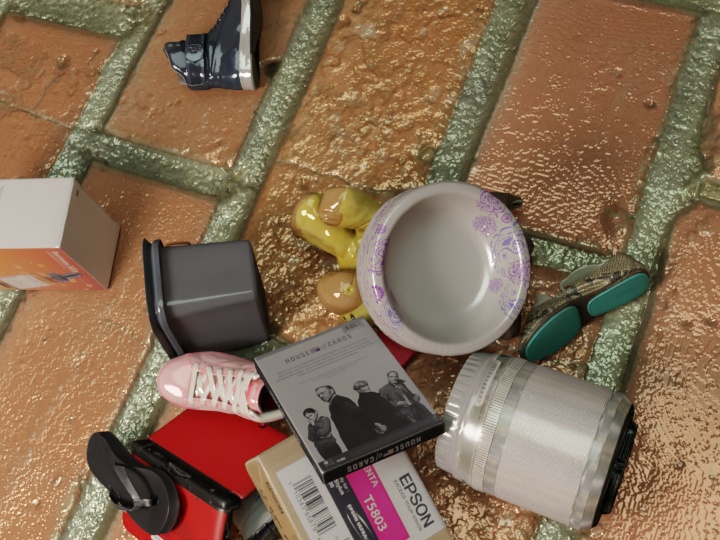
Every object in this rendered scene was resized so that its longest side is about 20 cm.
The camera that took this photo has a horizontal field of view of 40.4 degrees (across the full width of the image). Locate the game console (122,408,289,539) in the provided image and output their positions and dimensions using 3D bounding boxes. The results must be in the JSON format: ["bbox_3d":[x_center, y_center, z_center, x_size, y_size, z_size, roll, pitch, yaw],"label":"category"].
[{"bbox_3d":[-0.188,0.270,1.216,0.199,0.118,0.173,18,102,43],"label":"game console"}]

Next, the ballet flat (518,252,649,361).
[{"bbox_3d":[0.267,0.041,1.228,0.199,0.068,0.075,-32,42,-8],"label":"ballet flat"}]

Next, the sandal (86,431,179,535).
[{"bbox_3d":[-0.290,0.265,1.201,0.200,0.043,0.077,22,104,42],"label":"sandal"}]

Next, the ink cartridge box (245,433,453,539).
[{"bbox_3d":[-0.013,0.267,1.119,0.164,0.075,0.201,-26,82,-24],"label":"ink cartridge box"}]

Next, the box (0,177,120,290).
[{"bbox_3d":[-0.468,-0.048,1.376,0.199,0.152,0.107,0,66,13],"label":"box"}]

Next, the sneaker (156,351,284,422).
[{"bbox_3d":[-0.158,0.143,1.209,0.199,0.105,0.076,8,85,-1],"label":"sneaker"}]

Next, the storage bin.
[{"bbox_3d":[-0.194,0.030,1.268,0.134,0.200,0.146,-9,65,-3],"label":"storage bin"}]

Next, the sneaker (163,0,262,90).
[{"bbox_3d":[-0.227,-0.367,1.501,0.145,0.077,0.203,-2,68,9],"label":"sneaker"}]

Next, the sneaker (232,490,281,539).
[{"bbox_3d":[-0.086,0.249,1.209,0.200,0.075,0.087,-41,59,-7],"label":"sneaker"}]

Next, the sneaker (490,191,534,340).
[{"bbox_3d":[0.193,-0.012,1.257,0.075,0.070,0.201,-7,72,-7],"label":"sneaker"}]

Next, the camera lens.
[{"bbox_3d":[0.203,0.191,1.116,0.199,0.160,0.161,18,72,19],"label":"camera lens"}]

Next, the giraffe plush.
[{"bbox_3d":[0.000,0.000,1.260,0.199,0.173,0.163,12,78,-9],"label":"giraffe plush"}]

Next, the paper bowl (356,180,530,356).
[{"bbox_3d":[0.092,-0.001,1.161,0.199,0.104,0.202,0,89,-18],"label":"paper bowl"}]

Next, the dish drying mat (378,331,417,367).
[{"bbox_3d":[0.018,0.114,1.271,0.200,0.018,0.077,-45,62,-7],"label":"dish drying mat"}]

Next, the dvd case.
[{"bbox_3d":[-0.017,0.141,1.117,0.150,0.025,0.200,-19,41,-18],"label":"dvd case"}]
